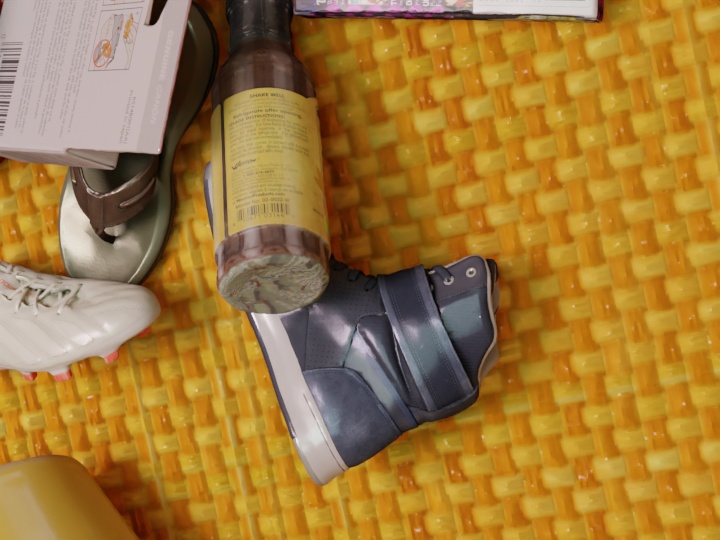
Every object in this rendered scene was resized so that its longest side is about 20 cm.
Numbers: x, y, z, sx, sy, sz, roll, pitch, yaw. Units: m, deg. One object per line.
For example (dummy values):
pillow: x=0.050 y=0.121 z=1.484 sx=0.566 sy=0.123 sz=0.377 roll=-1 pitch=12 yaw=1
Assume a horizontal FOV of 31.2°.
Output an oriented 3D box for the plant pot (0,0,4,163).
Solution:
plant pot: x=-0.318 y=-0.139 z=0.775 sx=0.197 sy=0.182 sz=0.204 roll=1 pitch=95 yaw=14

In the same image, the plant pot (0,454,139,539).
plant pot: x=-0.188 y=0.225 z=0.772 sx=0.200 sy=0.200 sz=0.190 roll=-37 pitch=68 yaw=16

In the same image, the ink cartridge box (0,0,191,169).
ink cartridge box: x=-0.137 y=-0.160 z=0.733 sx=0.174 sy=0.044 sz=0.203 roll=7 pitch=84 yaw=40

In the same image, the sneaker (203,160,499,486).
sneaker: x=0.001 y=0.001 z=0.749 sx=0.145 sy=0.077 sz=0.204 roll=-26 pitch=74 yaw=5

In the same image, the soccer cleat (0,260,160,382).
soccer cleat: x=-0.213 y=0.025 z=0.799 sx=0.197 sy=0.069 sz=0.079 roll=-8 pitch=110 yaw=30

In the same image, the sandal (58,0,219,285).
sandal: x=-0.147 y=-0.073 z=0.782 sx=0.079 sy=0.057 sz=0.203 roll=28 pitch=116 yaw=15

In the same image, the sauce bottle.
sauce bottle: x=-0.052 y=-0.076 z=0.719 sx=0.064 sy=0.065 sz=0.203 roll=-14 pitch=59 yaw=17

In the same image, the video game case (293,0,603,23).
video game case: x=0.053 y=-0.243 z=0.727 sx=0.178 sy=0.036 sz=0.204 roll=4 pitch=95 yaw=17
